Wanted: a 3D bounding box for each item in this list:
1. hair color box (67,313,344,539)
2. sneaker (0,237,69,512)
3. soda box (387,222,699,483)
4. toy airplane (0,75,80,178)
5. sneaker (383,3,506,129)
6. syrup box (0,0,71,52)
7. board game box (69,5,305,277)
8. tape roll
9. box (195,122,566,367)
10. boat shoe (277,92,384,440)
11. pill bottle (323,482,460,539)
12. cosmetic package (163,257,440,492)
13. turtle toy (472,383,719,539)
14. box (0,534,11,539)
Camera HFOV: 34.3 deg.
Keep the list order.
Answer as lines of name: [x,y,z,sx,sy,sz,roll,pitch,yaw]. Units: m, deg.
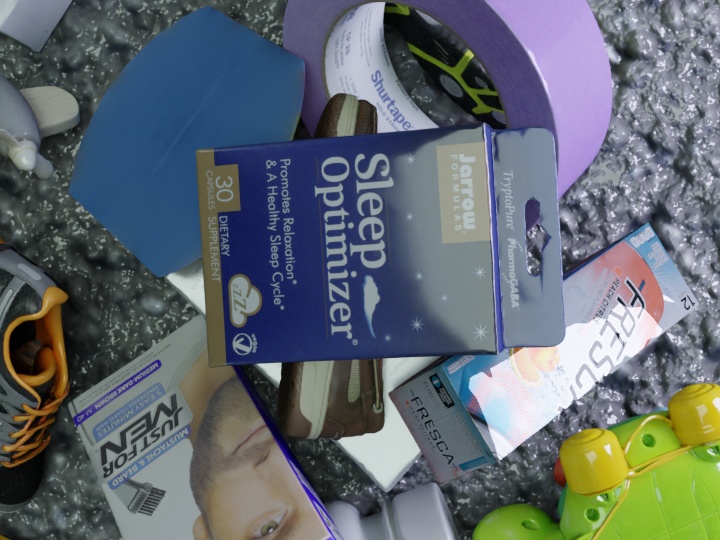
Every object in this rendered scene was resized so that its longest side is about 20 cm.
hair color box: [-0.094,0.132,0.715,0.109,0.065,0.200,-34,49,-5]
sneaker: [-0.223,0.078,0.744,0.076,0.078,0.202,19,124,24]
soda box: [0.115,0.047,0.709,0.199,0.068,0.064,-31,87,-33]
toy airplane: [-0.307,-0.074,0.752,0.197,0.141,0.202,29,73,-8]
sneaker: [0.065,-0.172,0.764,0.200,0.075,0.076,46,76,-4]
syrup box: [-0.289,-0.238,0.785,0.199,0.079,0.082,34,92,4]
board game box: [-0.104,-0.081,0.759,0.199,0.039,0.159,36,90,43]
tape roll: [0.048,-0.113,0.701,0.200,0.200,0.066,44,57,4]
box: [0.009,-0.013,0.636,0.197,0.032,0.123,-4,90,14]
boat shoe: [-0.001,0.000,0.703,0.074,0.075,0.205,7,93,-12]
pill bottle: [-0.029,0.212,0.744,0.198,0.114,0.116,-22,88,4]
cosmetic package: [-0.020,0.036,0.766,0.200,0.071,0.102,44,90,4]
turtle toy: [0.164,0.159,0.731,0.198,0.101,0.148,-20,94,-8]
box: [-0.236,0.276,0.735,0.118,0.042,0.201,25,50,4]
